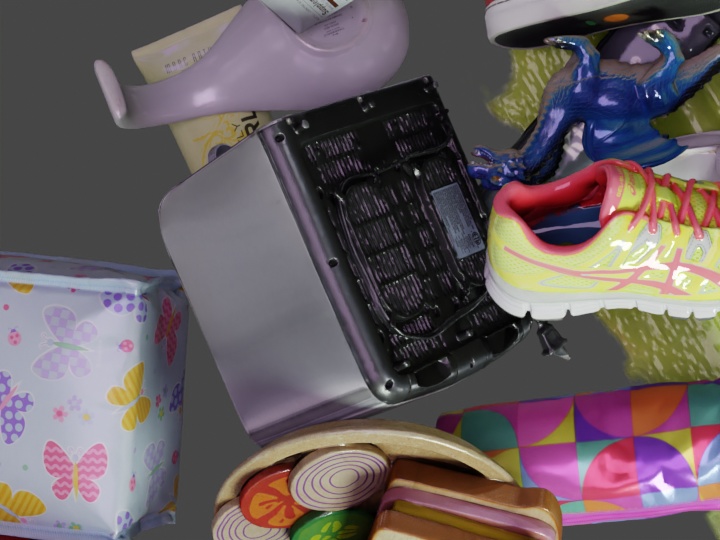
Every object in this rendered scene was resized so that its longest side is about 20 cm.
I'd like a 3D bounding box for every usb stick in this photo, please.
[{"bbox_3d":[0.142,-0.093,1.467,0.055,0.033,0.200,42,99,11],"label":"usb stick"}]

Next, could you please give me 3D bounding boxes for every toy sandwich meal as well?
[{"bbox_3d":[0.013,0.161,1.385,0.203,0.206,0.071,-7,51,12],"label":"toy sandwich meal"}]

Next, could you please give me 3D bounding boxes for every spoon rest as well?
[{"bbox_3d":[-0.065,-0.133,1.480,0.198,0.061,0.100,-19,75,-13],"label":"spoon rest"}]

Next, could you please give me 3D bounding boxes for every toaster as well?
[{"bbox_3d":[0.000,0.000,1.417,0.118,0.180,0.201,-25,89,37],"label":"toaster"}]

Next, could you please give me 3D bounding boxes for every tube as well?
[{"bbox_3d":[-0.075,-0.060,1.506,0.052,0.058,0.201,-30,78,53],"label":"tube"}]

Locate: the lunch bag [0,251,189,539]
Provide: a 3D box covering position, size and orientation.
[{"bbox_3d":[-0.217,0.076,1.504,0.198,0.127,0.171,7,95,18],"label":"lunch bag"}]

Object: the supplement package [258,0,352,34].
[{"bbox_3d":[-0.017,-0.285,1.404,0.199,0.147,0.192,-30,65,11],"label":"supplement package"}]

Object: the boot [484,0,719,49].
[{"bbox_3d":[0.161,-0.220,1.420,0.198,0.072,0.146,-8,78,25],"label":"boot"}]

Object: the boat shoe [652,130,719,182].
[{"bbox_3d":[0.241,-0.049,1.430,0.198,0.069,0.072,-2,92,11],"label":"boat shoe"}]

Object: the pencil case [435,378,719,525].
[{"bbox_3d":[0.140,0.117,1.454,0.198,0.088,0.089,-11,91,13],"label":"pencil case"}]

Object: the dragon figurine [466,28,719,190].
[{"bbox_3d":[0.159,-0.090,1.416,0.198,0.059,0.100,-4,95,0],"label":"dragon figurine"}]

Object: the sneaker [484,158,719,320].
[{"bbox_3d":[0.163,-0.025,1.357,0.198,0.091,0.079,-9,50,7],"label":"sneaker"}]

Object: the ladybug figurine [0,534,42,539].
[{"bbox_3d":[-0.196,0.212,1.502,0.198,0.136,0.072,16,59,-19],"label":"ladybug figurine"}]
